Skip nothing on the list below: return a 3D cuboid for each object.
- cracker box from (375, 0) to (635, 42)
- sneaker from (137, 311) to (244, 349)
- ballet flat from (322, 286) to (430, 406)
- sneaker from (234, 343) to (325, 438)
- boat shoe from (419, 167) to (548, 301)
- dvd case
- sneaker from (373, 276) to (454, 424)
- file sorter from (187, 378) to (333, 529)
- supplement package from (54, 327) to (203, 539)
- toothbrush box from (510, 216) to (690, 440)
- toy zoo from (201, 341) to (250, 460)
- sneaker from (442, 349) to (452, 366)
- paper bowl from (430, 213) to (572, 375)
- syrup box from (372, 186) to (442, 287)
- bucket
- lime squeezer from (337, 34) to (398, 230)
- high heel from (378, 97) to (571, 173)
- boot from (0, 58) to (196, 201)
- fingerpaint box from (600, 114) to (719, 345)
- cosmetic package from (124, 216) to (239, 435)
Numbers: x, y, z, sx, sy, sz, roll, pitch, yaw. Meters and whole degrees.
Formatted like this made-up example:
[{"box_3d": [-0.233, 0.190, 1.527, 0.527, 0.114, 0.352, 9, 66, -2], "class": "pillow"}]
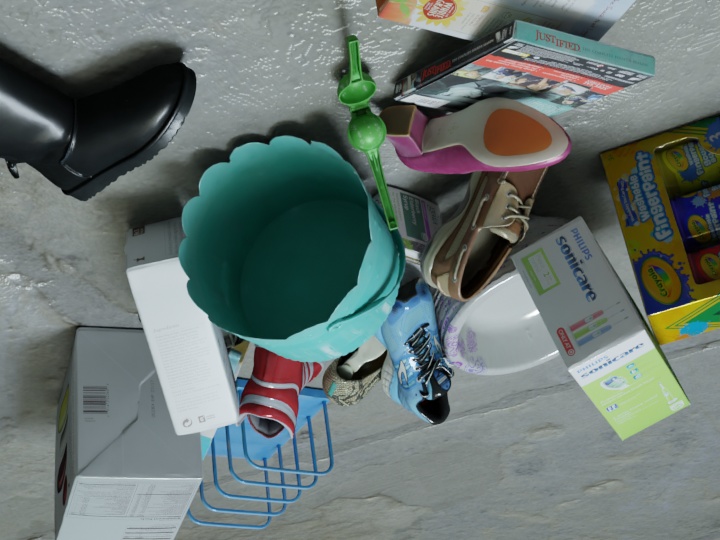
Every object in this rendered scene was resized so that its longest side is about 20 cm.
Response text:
[{"box_3d": [0.127, -0.246, 1.047, 0.199, 0.058, 0.134, 9, 146, -26], "class": "cracker box"}, {"box_3d": [-0.153, 0.062, 1.447, 0.199, 0.089, 0.074, 4, 145, -23], "class": "sneaker"}, {"box_3d": [0.036, 0.071, 1.435, 0.200, 0.068, 0.075, -43, 167, -26], "class": "ballet flat"}, {"box_3d": [-0.088, 0.132, 1.432, 0.071, 0.113, 0.200, 10, 171, 10], "class": "sneaker"}, {"box_3d": [0.140, -0.055, 1.280, 0.076, 0.072, 0.200, 20, 107, -38], "class": "boat shoe"}, {"box_3d": [0.139, -0.168, 1.135, 0.145, 0.022, 0.200, 8, 168, -26], "class": "dvd case"}, {"box_3d": [0.068, 0.088, 1.356, 0.078, 0.090, 0.200, -33, 141, -16], "class": "sneaker"}, {"box_3d": [-0.139, 0.250, 1.717, 0.138, 0.123, 0.200, 10, 143, -29], "class": "file sorter"}, {"box_3d": [-0.280, 0.201, 1.537, 0.146, 0.192, 0.200, 4, 146, -18], "class": "supplement package"}, {"box_3d": [0.245, 0.062, 1.301, 0.086, 0.146, 0.200, -29, 145, 10], "class": "toothbrush box"}, {"box_3d": [-0.167, 0.147, 1.539, 0.020, 0.132, 0.200, 22, 143, -5], "class": "toy zoo"}, {"box_3d": [0.092, 0.083, 1.572, 0.199, 0.076, 0.077, -11, 171, 3], "class": "sneaker"}, {"box_3d": [0.169, 0.017, 1.415, 0.200, 0.105, 0.201, -16, 144, -12], "class": "paper bowl"}, {"box_3d": [0.000, 0.000, 1.390, 0.081, 0.079, 0.200, 17, 140, -35], "class": "syrup box"}, {"box_3d": [-0.061, -0.013, 1.244, 0.206, 0.208, 0.135, -17, 158, 13], "class": "bucket"}, {"box_3d": [0.009, -0.135, 1.168, 0.038, 0.071, 0.201, -26, 128, -17], "class": "lime squeezer"}, {"box_3d": [0.115, -0.110, 1.191, 0.199, 0.068, 0.096, 4, 163, 33], "class": "high heel"}, {"box_3d": [-0.260, -0.141, 1.111, 0.198, 0.074, 0.162, -32, 139, 33], "class": "boot"}, {"box_3d": [0.346, -0.048, 1.284, 0.166, 0.201, 0.073, -17, 146, 15], "class": "fingerpaint box"}, {"box_3d": [-0.183, 0.057, 1.330, 0.074, 0.102, 0.201, -13, 118, -4], "class": "cosmetic package"}]
